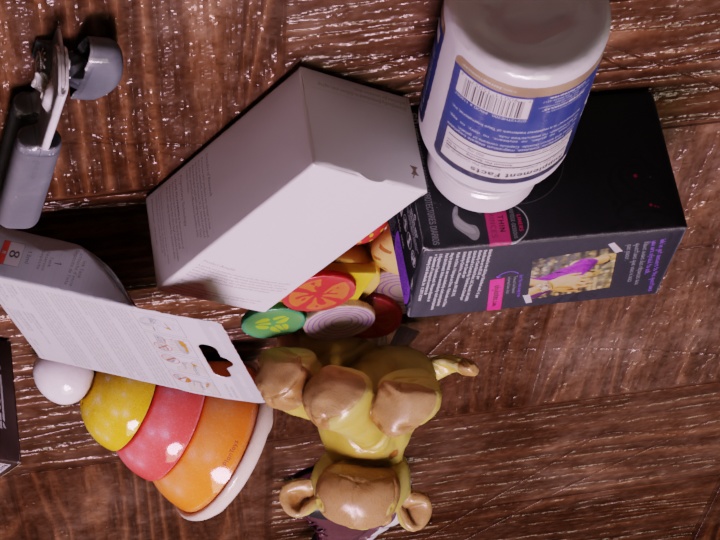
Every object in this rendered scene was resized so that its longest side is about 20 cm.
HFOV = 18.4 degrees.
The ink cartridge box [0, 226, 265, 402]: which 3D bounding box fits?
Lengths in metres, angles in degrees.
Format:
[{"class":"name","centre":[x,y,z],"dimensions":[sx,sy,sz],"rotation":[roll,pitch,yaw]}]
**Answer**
[{"class":"ink cartridge box","centre":[-0.176,0.035,1.703],"dimensions":[0.198,0.051,0.162],"rotation":[9,157,15]}]

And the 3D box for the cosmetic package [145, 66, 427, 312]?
[{"class":"cosmetic package","centre":[-0.057,-0.054,1.616],"dimensions":[0.107,0.085,0.200],"rotation":[14,144,-38]}]

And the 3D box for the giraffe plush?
[{"class":"giraffe plush","centre":[-0.002,0.145,1.864],"dimensions":[0.171,0.164,0.200],"rotation":[17,-165,25]}]

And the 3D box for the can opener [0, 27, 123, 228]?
[{"class":"can opener","centre":[-0.206,-0.094,1.521],"dimensions":[0.066,0.054,0.200],"rotation":[0,152,-18]}]

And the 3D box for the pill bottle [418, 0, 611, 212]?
[{"class":"pill bottle","centre":[0.098,-0.124,1.508],"dimensions":[0.110,0.112,0.200],"rotation":[-5,153,-10]}]

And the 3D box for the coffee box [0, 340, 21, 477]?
[{"class":"coffee box","centre":[-0.377,0.104,1.776],"dimensions":[0.199,0.114,0.080],"rotation":[14,145,-40]}]

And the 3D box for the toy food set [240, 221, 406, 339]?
[{"class":"toy food set","centre":[0.000,0.000,1.780],"dimensions":[0.198,0.049,0.198],"rotation":[1,151,-22]}]

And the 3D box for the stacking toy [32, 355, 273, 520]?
[{"class":"stacking toy","centre":[-0.185,0.111,1.884],"dimensions":[0.199,0.147,0.146],"rotation":[28,138,-24]}]

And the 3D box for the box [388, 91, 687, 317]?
[{"class":"box","centre":[0.125,-0.049,1.648],"dimensions":[0.198,0.123,0.106],"rotation":[-5,152,-10]}]

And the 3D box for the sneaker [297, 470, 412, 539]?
[{"class":"sneaker","centre":[-0.041,0.248,2.231],"dimensions":[0.115,0.076,0.200],"rotation":[12,135,-29]}]
